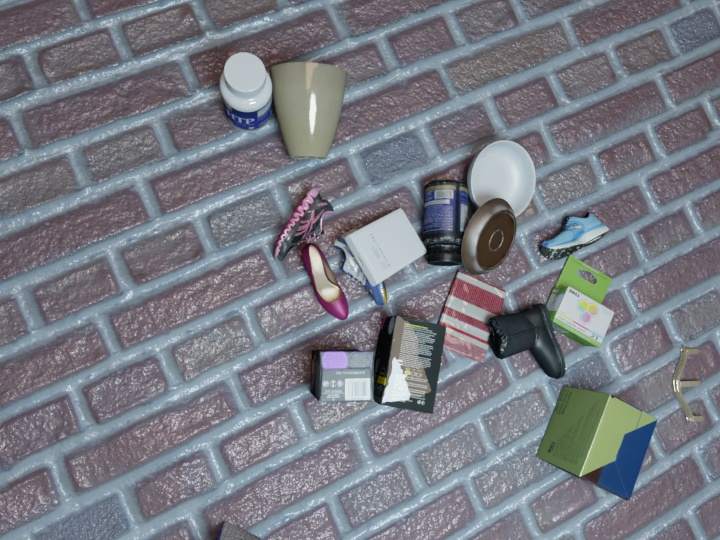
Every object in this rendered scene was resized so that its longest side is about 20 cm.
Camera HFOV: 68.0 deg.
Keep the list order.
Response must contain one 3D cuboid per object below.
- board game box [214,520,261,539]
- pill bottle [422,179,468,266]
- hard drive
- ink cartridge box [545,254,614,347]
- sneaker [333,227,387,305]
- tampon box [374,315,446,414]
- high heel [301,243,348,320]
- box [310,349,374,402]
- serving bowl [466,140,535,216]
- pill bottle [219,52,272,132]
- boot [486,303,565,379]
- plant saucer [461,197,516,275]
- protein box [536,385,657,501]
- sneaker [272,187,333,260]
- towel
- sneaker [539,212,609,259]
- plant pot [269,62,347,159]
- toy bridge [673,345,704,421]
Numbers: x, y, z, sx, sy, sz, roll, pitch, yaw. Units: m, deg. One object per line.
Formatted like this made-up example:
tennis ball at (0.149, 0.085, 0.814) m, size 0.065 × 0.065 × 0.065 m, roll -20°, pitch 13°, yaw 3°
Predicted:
board game box at (-0.298, 0.668, 1.122) m, size 0.096 × 0.159 × 0.201 m, roll 28°, pitch 79°, yaw -5°
pill bottle at (0.212, -0.116, 1.332) m, size 0.111 × 0.112 × 0.202 m, roll 4°, pitch 83°, yaw -9°
hard drive at (0.065, -0.061, 1.297) m, size 0.199 × 0.027 × 0.133 m, roll -31°, pitch 90°, yaw -40°
ink cartridge box at (0.581, 0.076, 1.389) m, size 0.147 × 0.076 × 0.201 m, roll 28°, pitch 82°, yaw -6°
sneaker at (0.000, 0.000, 1.310) m, size 0.087 × 0.075 × 0.202 m, roll -24°, pitch 82°, yaw 1°
tampon box at (0.106, 0.216, 1.253) m, size 0.125 × 0.150 × 0.202 m, roll 12°, pitch 81°, yaw -9°
high heel at (-0.084, 0.029, 1.269) m, size 0.067 × 0.096 × 0.201 m, roll -33°, pitch 90°, yaw -12°
box at (-0.045, 0.232, 1.198) m, size 0.121 × 0.200 × 0.107 m, roll 2°, pitch 83°, yaw -9°
serving bowl at (0.354, -0.232, 1.383) m, size 0.198 × 0.066 × 0.202 m, roll -4°, pitch 100°, yaw -21°
pill bottle at (-0.264, -0.413, 1.238) m, size 0.118 × 0.200 × 0.121 m, roll 1°, pitch 83°, yaw -9°
boot at (0.410, 0.194, 1.335) m, size 0.167 × 0.076 × 0.202 m, roll -16°, pitch 89°, yaw -19°
plant saucer at (0.328, -0.078, 1.326) m, size 0.199 × 0.032 × 0.202 m, roll -19°, pitch 123°, yaw -33°
protein box at (0.561, 0.406, 1.285) m, size 0.134 × 0.200 × 0.200 m, roll 27°, pitch 79°, yaw -6°
sneaker at (-0.135, -0.099, 1.294) m, size 0.095 × 0.079 × 0.201 m, roll 36°, pitch 80°, yaw -16°
towel at (0.278, 0.117, 1.362) m, size 0.143 × 0.023 × 0.202 m, roll 23°, pitch 79°, yaw -6°
sneaker at (0.555, -0.096, 1.422) m, size 0.198 × 0.079 × 0.090 m, roll -22°, pitch 70°, yaw -16°
plant pot at (-0.126, -0.373, 1.282) m, size 0.185 × 0.187 × 0.202 m, roll 0°, pitch 97°, yaw -10°
toy bridge at (0.882, 0.305, 1.442) m, size 0.066 × 0.027 × 0.202 m, roll 0°, pitch 83°, yaw -9°
